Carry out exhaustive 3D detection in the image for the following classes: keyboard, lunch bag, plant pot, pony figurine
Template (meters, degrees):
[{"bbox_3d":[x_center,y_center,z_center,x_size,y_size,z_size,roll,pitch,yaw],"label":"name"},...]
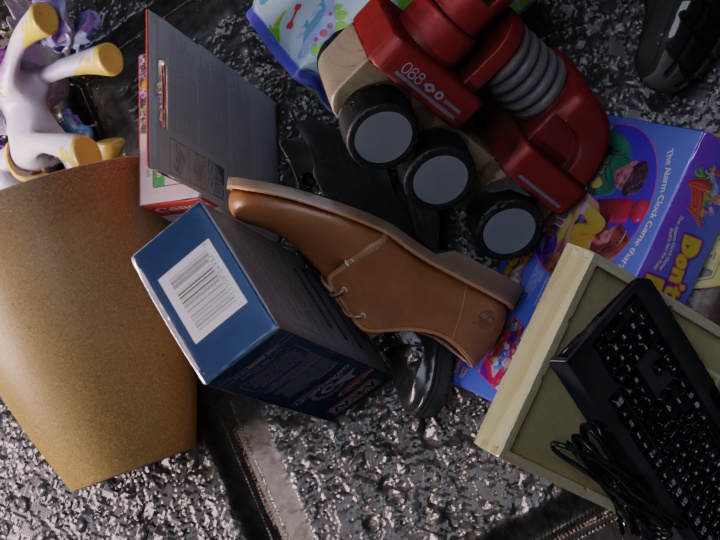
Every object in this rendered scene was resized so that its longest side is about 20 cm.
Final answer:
[{"bbox_3d":[0.179,0.108,0.786,0.104,0.200,0.040,-44,26,-13],"label":"keyboard"},{"bbox_3d":[0.012,-0.200,0.969,0.170,0.127,0.200,-46,37,7],"label":"lunch bag"},{"bbox_3d":[-0.190,0.045,0.982,0.185,0.186,0.201,-22,86,16],"label":"plant pot"},{"bbox_3d":[-0.258,-0.131,1.040,0.199,0.166,0.195,-18,89,48],"label":"pony figurine"}]

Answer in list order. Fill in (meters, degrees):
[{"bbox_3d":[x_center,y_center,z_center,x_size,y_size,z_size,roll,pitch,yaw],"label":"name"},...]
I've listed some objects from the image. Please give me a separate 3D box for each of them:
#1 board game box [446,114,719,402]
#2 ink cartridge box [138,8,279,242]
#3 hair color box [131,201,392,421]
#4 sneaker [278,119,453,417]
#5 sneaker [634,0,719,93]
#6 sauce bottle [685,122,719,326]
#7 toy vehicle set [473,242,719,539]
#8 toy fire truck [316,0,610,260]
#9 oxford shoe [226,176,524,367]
[{"bbox_3d":[0.145,0.003,0.875,0.134,0.045,0.201,24,88,60],"label":"board game box"},{"bbox_3d":[-0.116,-0.090,0.952,0.050,0.200,0.110,-7,76,20],"label":"ink cartridge box"},{"bbox_3d":[-0.058,0.033,0.902,0.060,0.200,0.100,-37,67,10],"label":"hair color box"},{"bbox_3d":[0.001,-0.001,0.936,0.060,0.103,0.201,139,133,-58],"label":"sneaker"},{"bbox_3d":[0.216,-0.211,0.924,0.079,0.075,0.201,14,76,35],"label":"sneaker"},{"bbox_3d":[0.220,-0.001,0.872,0.064,0.065,0.201,21,86,24],"label":"sauce bottle"},{"bbox_3d":[0.171,0.083,0.813,0.026,0.199,0.125,23,86,60],"label":"toy vehicle set"},{"bbox_3d":[0.092,-0.139,0.853,0.200,0.176,0.129,-44,34,19],"label":"toy fire truck"},{"bbox_3d":[0.000,0.000,0.869,0.199,0.071,0.072,26,89,-2],"label":"oxford shoe"}]
